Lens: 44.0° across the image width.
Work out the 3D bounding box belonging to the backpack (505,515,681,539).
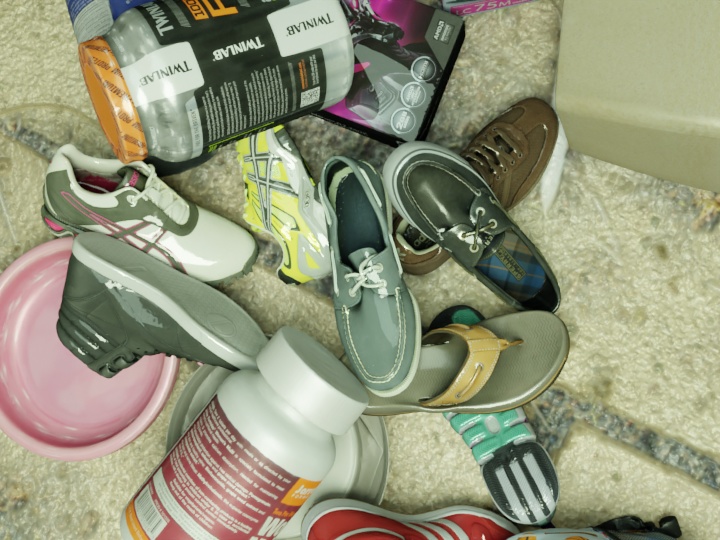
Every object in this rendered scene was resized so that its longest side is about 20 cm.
[{"bbox_3d":[0.175,0.289,0.674,0.187,0.154,0.204,8,84,-10],"label":"backpack"}]

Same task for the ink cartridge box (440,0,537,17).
[{"bbox_3d":[0.120,-0.268,0.737,0.117,0.200,0.043,-10,83,7],"label":"ink cartridge box"}]

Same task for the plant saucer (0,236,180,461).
[{"bbox_3d":[-0.257,0.072,0.828,0.197,0.051,0.204,-1,82,8],"label":"plant saucer"}]

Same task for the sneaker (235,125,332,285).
[{"bbox_3d":[-0.082,-0.080,0.808,0.076,0.075,0.202,-30,79,2],"label":"sneaker"}]

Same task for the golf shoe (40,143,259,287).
[{"bbox_3d":[-0.182,-0.045,0.782,0.197,0.088,0.078,16,52,-8],"label":"golf shoe"}]

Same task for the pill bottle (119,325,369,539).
[{"bbox_3d":[-0.088,0.150,0.696,0.109,0.109,0.201,41,97,10],"label":"pill bottle"}]

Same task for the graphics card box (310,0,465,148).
[{"bbox_3d":[-0.014,-0.200,0.825,0.198,0.051,0.127,23,87,9],"label":"graphics card box"}]

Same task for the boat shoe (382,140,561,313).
[{"bbox_3d":[0.099,-0.031,0.729,0.199,0.057,0.069,39,95,-30],"label":"boat shoe"}]

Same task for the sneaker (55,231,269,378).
[{"bbox_3d":[-0.170,0.058,0.761,0.198,0.071,0.100,30,111,0],"label":"sneaker"}]

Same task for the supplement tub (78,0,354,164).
[{"bbox_3d":[-0.115,-0.164,0.717,0.198,0.123,0.124,-25,80,-21],"label":"supplement tub"}]

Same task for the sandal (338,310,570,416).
[{"bbox_3d":[0.071,0.072,0.722,0.196,0.055,0.083,-6,63,8],"label":"sandal"}]

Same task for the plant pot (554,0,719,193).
[{"bbox_3d":[0.255,-0.176,0.721,0.174,0.199,0.204,3,84,20],"label":"plant pot"}]

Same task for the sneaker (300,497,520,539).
[{"bbox_3d":[0.057,0.236,0.702,0.197,0.112,0.072,10,100,-19],"label":"sneaker"}]

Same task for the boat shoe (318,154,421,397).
[{"bbox_3d":[0.000,0.000,0.719,0.072,0.062,0.203,-15,69,19],"label":"boat shoe"}]

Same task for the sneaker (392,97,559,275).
[{"bbox_3d":[0.103,-0.074,0.780,0.070,0.076,0.200,41,91,10],"label":"sneaker"}]

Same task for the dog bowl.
[{"bbox_3d":[-0.069,0.159,0.787,0.196,0.059,0.204,-1,84,8],"label":"dog bowl"}]

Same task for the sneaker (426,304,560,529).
[{"bbox_3d":[0.111,0.129,0.766,0.073,0.088,0.202,-22,57,6],"label":"sneaker"}]

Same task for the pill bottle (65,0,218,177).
[{"bbox_3d":[-0.198,-0.195,0.819,0.110,0.112,0.203,-19,81,5],"label":"pill bottle"}]
